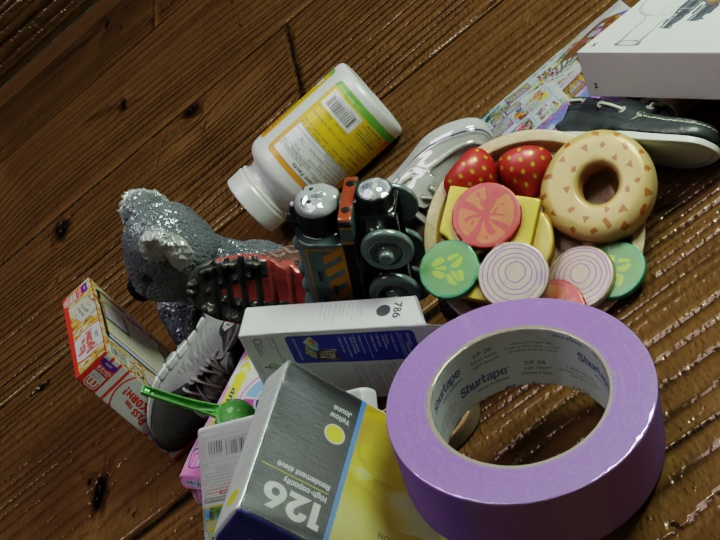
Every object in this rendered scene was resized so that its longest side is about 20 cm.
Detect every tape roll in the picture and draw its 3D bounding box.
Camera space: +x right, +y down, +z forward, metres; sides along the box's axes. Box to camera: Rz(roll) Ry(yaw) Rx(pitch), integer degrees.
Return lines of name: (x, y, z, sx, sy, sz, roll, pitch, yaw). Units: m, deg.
tape roll: (0.122, 0.112, 1.046, 0.199, 0.066, 0.200, -9, 41, 8)

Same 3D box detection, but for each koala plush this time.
koala plush: (-0.187, -0.004, 1.576, 0.184, 0.200, 0.177, -42, 27, 4)

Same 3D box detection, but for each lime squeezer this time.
lime squeezer: (-0.105, 0.125, 1.264, 0.199, 0.071, 0.038, -5, 64, 34)

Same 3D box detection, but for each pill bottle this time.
pill bottle: (-0.058, -0.142, 1.686, 0.200, 0.111, 0.111, -41, 27, 8)

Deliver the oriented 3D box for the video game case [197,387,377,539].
video game case: (-0.058, 0.207, 1.190, 0.200, 0.023, 0.183, -18, 71, 37)

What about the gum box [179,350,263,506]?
gum box: (-0.075, 0.143, 1.331, 0.113, 0.066, 0.200, 1, 49, 32)

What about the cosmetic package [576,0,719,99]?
cosmetic package: (0.315, -0.206, 1.246, 0.200, 0.052, 0.151, 9, 42, 46)

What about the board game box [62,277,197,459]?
board game box: (-0.256, 0.106, 1.574, 0.046, 0.152, 0.200, -43, 26, 4)

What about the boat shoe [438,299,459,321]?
boat shoe: (0.142, -0.033, 1.295, 0.202, 0.075, 0.075, -40, 27, 10)

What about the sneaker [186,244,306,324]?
sneaker: (-0.070, 0.010, 1.381, 0.200, 0.071, 0.098, -5, 12, -6)

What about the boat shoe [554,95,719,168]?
boat shoe: (0.247, -0.131, 1.273, 0.200, 0.075, 0.061, 10, 77, 53)

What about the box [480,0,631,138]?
box: (0.219, -0.177, 1.429, 0.200, 0.039, 0.137, -40, 27, 9)

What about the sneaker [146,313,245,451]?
sneaker: (-0.151, 0.106, 1.439, 0.200, 0.075, 0.115, -62, 23, 3)

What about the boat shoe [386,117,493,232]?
boat shoe: (0.057, -0.073, 1.429, 0.200, 0.072, 0.066, -34, 42, 9)

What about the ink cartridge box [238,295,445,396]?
ink cartridge box: (0.002, 0.070, 1.243, 0.199, 0.100, 0.039, -2, 48, 17)

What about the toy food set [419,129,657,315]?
toy food set: (0.150, -0.032, 1.216, 0.199, 0.049, 0.199, 9, 74, 17)

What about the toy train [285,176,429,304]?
toy train: (0.000, 0.000, 1.255, 0.114, 0.200, 0.085, -2, 46, 10)

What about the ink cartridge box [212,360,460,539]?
ink cartridge box: (-0.004, 0.191, 1.056, 0.047, 0.197, 0.200, -47, 19, 41)

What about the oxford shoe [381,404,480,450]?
oxford shoe: (0.011, 0.168, 1.206, 0.200, 0.071, 0.071, -50, 29, -7)
